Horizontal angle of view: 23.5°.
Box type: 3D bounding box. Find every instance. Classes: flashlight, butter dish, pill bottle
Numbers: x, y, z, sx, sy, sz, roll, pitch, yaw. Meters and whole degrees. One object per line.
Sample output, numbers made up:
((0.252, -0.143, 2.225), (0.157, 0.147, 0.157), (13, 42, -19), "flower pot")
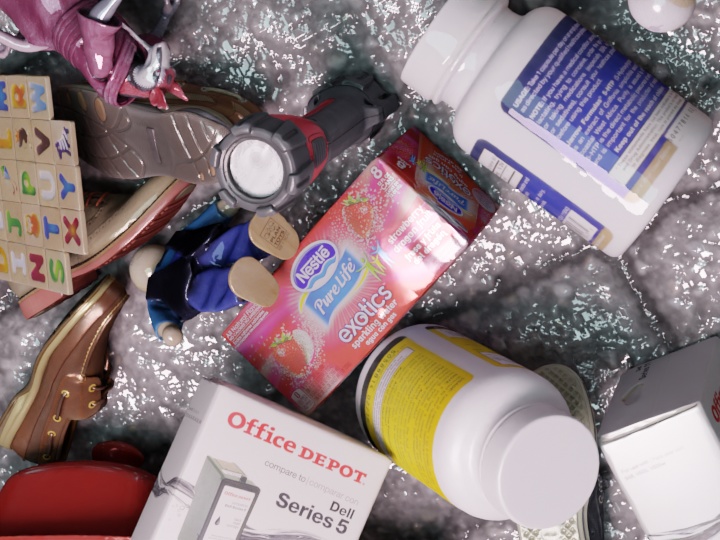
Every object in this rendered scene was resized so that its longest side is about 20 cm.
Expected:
((-0.040, -0.096, 1.228), (0.068, 0.200, 0.068), (43, 115, 1), "flashlight")
((-0.213, 0.212, 1.428), (0.198, 0.149, 0.200), (-5, 147, 19), "butter dish")
((0.134, -0.113, 1.210), (0.200, 0.120, 0.120), (37, 115, 4), "pill bottle")
((0.085, 0.114, 1.249), (0.111, 0.200, 0.112), (-6, 105, -24), "pill bottle")

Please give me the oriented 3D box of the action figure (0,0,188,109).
((-0.210, -0.177, 1.280), (0.149, 0.134, 0.200), (-45, 69, 5), "action figure")

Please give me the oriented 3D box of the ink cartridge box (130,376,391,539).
((-0.086, 0.197, 1.274), (0.145, 0.084, 0.201), (24, 85, -12), "ink cartridge box")

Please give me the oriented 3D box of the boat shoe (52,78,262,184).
((-0.155, -0.113, 1.335), (0.199, 0.072, 0.076), (17, 127, 33), "boat shoe")

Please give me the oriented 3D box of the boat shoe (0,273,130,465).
((-0.234, 0.086, 1.430), (0.067, 0.072, 0.200), (34, 121, -1), "boat shoe")

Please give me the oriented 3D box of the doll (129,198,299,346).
((-0.118, -0.006, 1.326), (0.048, 0.137, 0.200), (32, 159, -27), "doll")

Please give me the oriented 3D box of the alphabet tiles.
((-0.266, -0.070, 1.352), (0.200, 0.006, 0.167), (9, 107, 53), "alphabet tiles")

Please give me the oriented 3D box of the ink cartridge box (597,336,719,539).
((0.259, 0.167, 1.246), (0.083, 0.147, 0.201), (-26, 99, 22), "ink cartridge box")

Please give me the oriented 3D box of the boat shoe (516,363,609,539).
((0.152, 0.172, 1.332), (0.074, 0.062, 0.201), (-5, 91, 18), "boat shoe")

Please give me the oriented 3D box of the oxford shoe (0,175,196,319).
((-0.217, -0.037, 1.381), (0.200, 0.070, 0.075), (-34, 90, 24), "oxford shoe")

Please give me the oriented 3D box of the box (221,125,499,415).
((0.000, 0.000, 1.303), (0.095, 0.100, 0.200), (43, 116, 1), "box")

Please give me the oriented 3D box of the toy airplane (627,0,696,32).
((0.196, -0.225, 1.107), (0.198, 0.200, 0.142), (15, 99, 14), "toy airplane")
